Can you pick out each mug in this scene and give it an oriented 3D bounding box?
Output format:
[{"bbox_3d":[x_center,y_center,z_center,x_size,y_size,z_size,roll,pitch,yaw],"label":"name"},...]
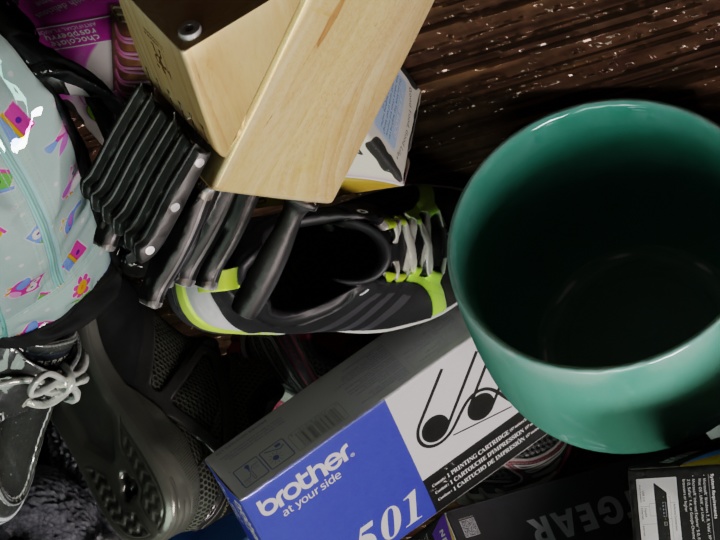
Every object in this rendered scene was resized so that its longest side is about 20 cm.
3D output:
[{"bbox_3d":[0.142,0.010,1.239,0.184,0.153,0.115,-1,149,16],"label":"mug"}]

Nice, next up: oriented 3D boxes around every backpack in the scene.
[{"bbox_3d":[-0.184,-0.050,1.154,0.167,0.127,0.200,36,163,14],"label":"backpack"}]

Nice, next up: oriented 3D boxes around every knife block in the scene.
[{"bbox_3d":[-0.031,-0.073,1.121,0.200,0.064,0.176,-33,139,-13],"label":"knife block"}]

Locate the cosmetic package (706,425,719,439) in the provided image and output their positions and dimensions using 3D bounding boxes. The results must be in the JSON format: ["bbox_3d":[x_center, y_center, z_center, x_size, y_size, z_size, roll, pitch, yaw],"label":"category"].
[{"bbox_3d":[0.265,0.037,1.319,0.199,0.072,0.101,-20,139,37],"label":"cosmetic package"}]

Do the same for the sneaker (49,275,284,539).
[{"bbox_3d":[-0.116,0.048,1.388,0.114,0.200,0.076,-10,152,-49],"label":"sneaker"}]

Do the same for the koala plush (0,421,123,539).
[{"bbox_3d":[-0.167,0.139,1.478,0.177,0.201,0.184,-22,136,39],"label":"koala plush"}]

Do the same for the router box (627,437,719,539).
[{"bbox_3d":[0.225,0.103,1.228,0.148,0.051,0.200,-5,179,21],"label":"router box"}]

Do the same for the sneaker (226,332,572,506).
[{"bbox_3d":[0.027,0.068,1.426,0.199,0.081,0.075,21,144,-15],"label":"sneaker"}]

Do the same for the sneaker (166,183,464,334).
[{"bbox_3d":[0.000,0.000,1.257,0.199,0.072,0.083,-12,-175,-35],"label":"sneaker"}]

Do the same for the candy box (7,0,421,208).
[{"bbox_3d":[-0.076,-0.108,1.202,0.136,0.061,0.200,-8,143,28],"label":"candy box"}]

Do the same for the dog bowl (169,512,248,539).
[{"bbox_3d":[-0.118,0.159,1.587,0.199,0.112,0.050,-5,131,23],"label":"dog bowl"}]

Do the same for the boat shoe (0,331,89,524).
[{"bbox_3d":[-0.172,0.042,1.317,0.068,0.074,0.200,13,108,25],"label":"boat shoe"}]

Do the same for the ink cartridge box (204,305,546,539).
[{"bbox_3d":[0.024,0.082,1.354,0.200,0.044,0.094,-35,132,-11],"label":"ink cartridge box"}]

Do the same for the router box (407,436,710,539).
[{"bbox_3d":[0.099,0.166,1.490,0.199,0.052,0.157,-12,161,-34],"label":"router box"}]
